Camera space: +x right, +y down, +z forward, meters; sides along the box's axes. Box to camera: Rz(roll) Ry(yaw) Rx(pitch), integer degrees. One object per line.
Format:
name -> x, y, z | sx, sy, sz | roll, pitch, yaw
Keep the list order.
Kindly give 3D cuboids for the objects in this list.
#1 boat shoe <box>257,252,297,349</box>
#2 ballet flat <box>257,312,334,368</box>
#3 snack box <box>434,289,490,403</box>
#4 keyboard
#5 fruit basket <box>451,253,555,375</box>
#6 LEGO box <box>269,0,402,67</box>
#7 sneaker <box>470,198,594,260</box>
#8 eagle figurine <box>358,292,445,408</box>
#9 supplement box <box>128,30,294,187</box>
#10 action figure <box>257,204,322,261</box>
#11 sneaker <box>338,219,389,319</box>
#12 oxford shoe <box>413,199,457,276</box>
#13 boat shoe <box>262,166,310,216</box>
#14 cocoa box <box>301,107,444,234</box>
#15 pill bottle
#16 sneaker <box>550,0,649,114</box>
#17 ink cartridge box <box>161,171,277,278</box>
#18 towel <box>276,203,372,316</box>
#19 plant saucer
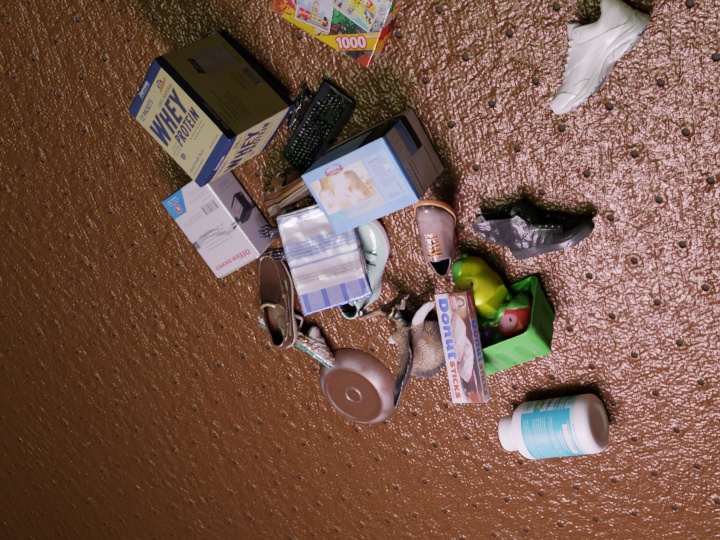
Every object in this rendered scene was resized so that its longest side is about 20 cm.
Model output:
boat shoe -> -0.176, 0.063, 1.915 | 0.074, 0.075, 0.205 | -15, 90, 18
ballet flat -> -0.130, 0.135, 1.985 | 0.199, 0.076, 0.064 | 31, 87, 4
snack box -> 0.184, 0.138, 1.665 | 0.071, 0.024, 0.203 | -8, 92, 42
keyboard -> -0.096, -0.264, 1.712 | 0.104, 0.040, 0.201 | 38, 131, 1
fruit basket -> 0.235, 0.076, 1.693 | 0.213, 0.157, 0.217 | 10, 139, 9
LEGO box -> -0.033, -0.457, 1.520 | 0.199, 0.077, 0.150 | 31, 131, 8
sneaker -> 0.297, -0.080, 1.597 | 0.198, 0.060, 0.105 | -20, 114, 41
eagle figurine -> 0.097, 0.148, 1.819 | 0.150, 0.151, 0.202 | -23, 96, 0
supplement box -> -0.268, -0.296, 1.668 | 0.200, 0.200, 0.134 | 46, 132, 4
action figure -> -0.107, -0.073, 1.808 | 0.199, 0.102, 0.120 | -19, 99, 39
sneaker -> 0.000, 0.000, 1.783 | 0.073, 0.118, 0.203 | 15, 126, 22
oxford shoe -> 0.137, -0.058, 1.637 | 0.070, 0.074, 0.200 | -3, 152, 17
boat shoe -> -0.141, -0.160, 1.758 | 0.199, 0.071, 0.069 | -23, 91, 58
cocoa box -> 0.022, -0.174, 1.643 | 0.199, 0.131, 0.134 | -20, 110, 37
pill bottle -> 0.369, 0.305, 1.781 | 0.198, 0.111, 0.112 | -14, 113, 35
sneaker -> 0.344, -0.331, 1.401 | 0.099, 0.078, 0.201 | 42, 123, 7
ink cartridge box -> -0.290, -0.105, 1.901 | 0.144, 0.084, 0.201 | -25, 106, 38
towel -> -0.068, -0.029, 1.744 | 0.145, 0.024, 0.203 | -15, 92, 3
plant saucer -> -0.010, 0.265, 2.023 | 0.198, 0.037, 0.202 | 16, 128, 21
